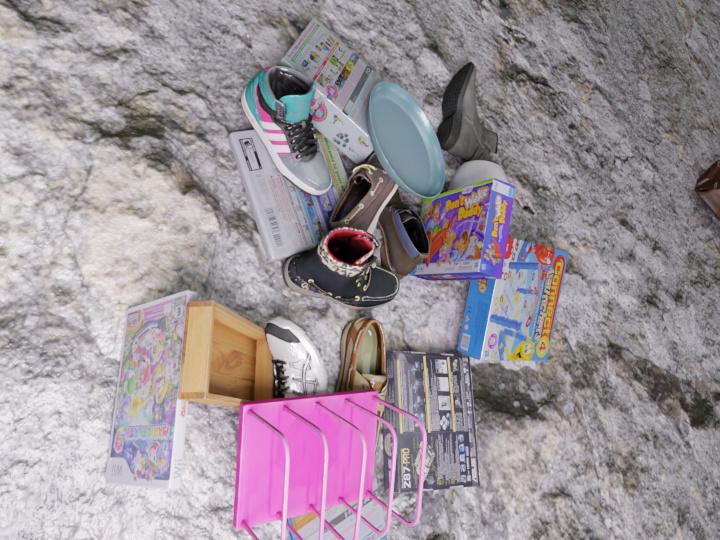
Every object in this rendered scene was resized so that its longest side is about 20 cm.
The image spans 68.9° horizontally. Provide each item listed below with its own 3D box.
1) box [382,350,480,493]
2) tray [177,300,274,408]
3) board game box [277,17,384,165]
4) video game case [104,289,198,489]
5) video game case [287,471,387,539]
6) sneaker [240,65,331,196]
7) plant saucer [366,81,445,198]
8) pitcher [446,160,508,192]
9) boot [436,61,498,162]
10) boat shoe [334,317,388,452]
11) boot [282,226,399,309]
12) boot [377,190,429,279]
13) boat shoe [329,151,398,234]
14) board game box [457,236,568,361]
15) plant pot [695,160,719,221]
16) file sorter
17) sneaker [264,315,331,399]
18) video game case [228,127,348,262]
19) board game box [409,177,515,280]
[{"bbox_3d":[0.111,0.236,0.829,0.156,0.049,0.208,7,72,-30],"label":"box"},{"bbox_3d":[-0.154,0.112,0.638,0.036,0.201,0.103,-3,72,9],"label":"tray"},{"bbox_3d":[-0.040,-0.301,0.880,0.198,0.064,0.150,38,48,-17],"label":"board game box"},{"bbox_3d":[-0.241,0.136,0.602,0.018,0.140,0.208,19,65,-48],"label":"video game case"},{"bbox_3d":[-0.037,0.302,0.702,0.140,0.018,0.208,-19,105,-33],"label":"video game case"},{"bbox_3d":[-0.092,-0.218,0.779,0.083,0.120,0.202,-41,96,-32],"label":"sneaker"},{"bbox_3d":[0.073,-0.210,0.865,0.197,0.027,0.207,27,52,-40],"label":"plant saucer"},{"bbox_3d":[0.228,-0.079,0.955,0.167,0.120,0.208,14,78,-29],"label":"pitcher"},{"bbox_3d":[0.225,-0.299,1.054,0.128,0.067,0.207,24,72,-26],"label":"boot"},{"bbox_3d":[0.004,0.168,0.772,0.073,0.073,0.208,7,72,-27],"label":"boat shoe"},{"bbox_3d":[-0.001,0.001,0.771,0.197,0.153,0.076,11,70,-26],"label":"boot"},{"bbox_3d":[0.068,-0.096,0.874,0.072,0.096,0.208,-6,78,-30],"label":"boot"},{"bbox_3d":[0.009,-0.129,0.833,0.060,0.070,0.204,51,55,-42],"label":"boat shoe"},{"bbox_3d":[0.268,0.050,0.910,0.191,0.055,0.208,7,95,-37],"label":"board game box"},{"bbox_3d":[1.045,-0.202,1.429,0.197,0.200,0.202,41,59,-3],"label":"plant pot"},{"bbox_3d":[-0.032,0.233,0.614,0.194,0.124,0.145,3,91,-35],"label":"file sorter"},{"bbox_3d":[-0.087,0.163,0.699,0.087,0.075,0.205,-33,107,-34],"label":"sneaker"},{"bbox_3d":[-0.097,-0.133,0.835,0.178,0.022,0.206,-17,84,-33],"label":"video game case"},{"bbox_3d":[0.156,-0.057,0.838,0.043,0.199,0.140,14,82,-23],"label":"board game box"}]
